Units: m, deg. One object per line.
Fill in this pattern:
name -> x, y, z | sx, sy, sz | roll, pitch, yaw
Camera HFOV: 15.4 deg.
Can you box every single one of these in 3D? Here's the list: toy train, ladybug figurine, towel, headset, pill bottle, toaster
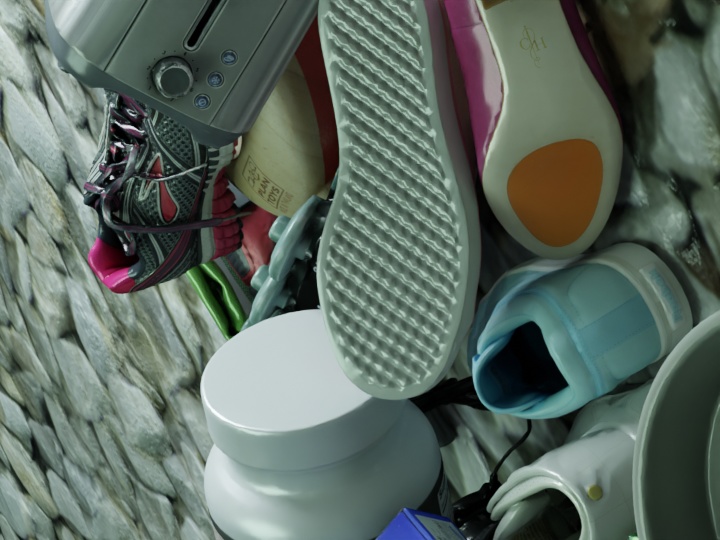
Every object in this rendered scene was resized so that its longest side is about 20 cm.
toy train -> 0.000, 0.000, 1.346 | 0.085, 0.114, 0.200 | 31, 150, 6
ladybug figurine -> -0.061, -0.117, 1.400 | 0.200, 0.072, 0.136 | 57, 158, 13
towel -> -0.092, -0.010, 1.569 | 0.149, 0.031, 0.200 | 56, 178, 8
headset -> 0.064, 0.152, 1.382 | 0.123, 0.094, 0.200 | -149, 53, -74
pill bottle -> -0.012, 0.126, 1.289 | 0.116, 0.116, 0.200 | 36, 147, 48
toaster -> -0.074, -0.159, 1.244 | 0.114, 0.129, 0.200 | 28, -157, -20

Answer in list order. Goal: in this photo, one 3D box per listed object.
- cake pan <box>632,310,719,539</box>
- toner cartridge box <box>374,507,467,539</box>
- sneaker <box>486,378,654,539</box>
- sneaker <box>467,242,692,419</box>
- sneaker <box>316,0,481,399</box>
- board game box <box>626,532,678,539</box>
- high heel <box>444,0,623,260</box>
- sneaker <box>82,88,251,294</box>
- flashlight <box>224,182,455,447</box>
cake pan -> 0.194, 0.103, 1.053 | 0.200, 0.037, 0.201 | 19, 116, 44
toner cartridge box -> -0.005, 0.213, 1.213 | 0.043, 0.200, 0.095 | 20, -156, -54
sneaker -> 0.099, 0.106, 1.245 | 0.074, 0.115, 0.200 | 57, 160, 10
sneaker -> 0.077, 0.036, 1.256 | 0.074, 0.082, 0.200 | 62, 158, 4
sneaker -> 0.028, -0.046, 1.218 | 0.075, 0.105, 0.201 | -1, 95, 20
board game box -> 0.146, 0.208, 1.182 | 0.023, 0.105, 0.201 | 6, 97, 34
high heel -> 0.066, -0.100, 1.172 | 0.096, 0.067, 0.200 | -105, -7, -50
sneaker -> -0.108, -0.057, 1.374 | 0.081, 0.075, 0.200 | 48, 159, 32
flashlight -> -0.019, 0.022, 1.488 | 0.200, 0.068, 0.068 | 55, -166, 6
